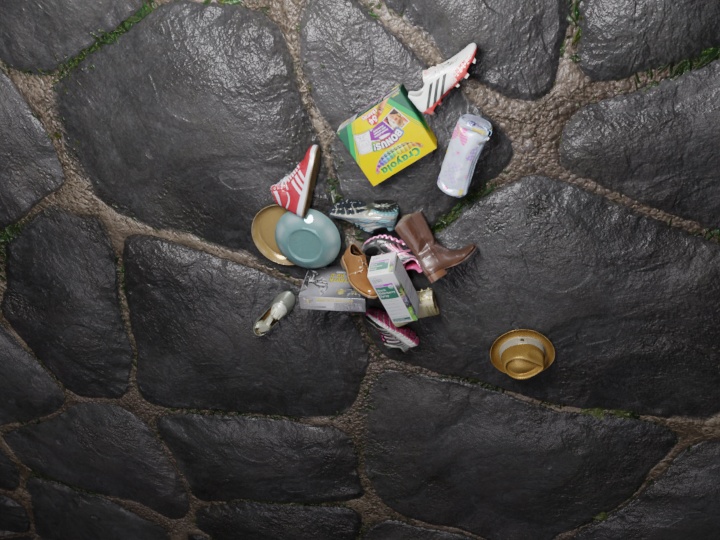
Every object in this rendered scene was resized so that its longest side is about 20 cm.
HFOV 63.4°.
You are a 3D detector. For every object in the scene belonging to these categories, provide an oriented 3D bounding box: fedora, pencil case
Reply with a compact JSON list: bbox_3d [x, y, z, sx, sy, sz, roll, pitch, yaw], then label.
[{"bbox_3d":[0.499,0.275,1.792,0.196,0.082,0.204,5,125,7],"label":"fedora"},{"bbox_3d":[0.260,-0.287,1.463,0.090,0.083,0.203,31,128,17],"label":"pencil case"}]

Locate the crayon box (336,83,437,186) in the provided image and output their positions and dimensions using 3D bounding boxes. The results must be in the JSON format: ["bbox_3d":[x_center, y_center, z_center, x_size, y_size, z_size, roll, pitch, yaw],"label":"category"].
[{"bbox_3d":[0.068,-0.340,1.480,0.198,0.059,0.173,-27,115,26],"label":"crayon box"}]

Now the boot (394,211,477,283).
[{"bbox_3d":[0.208,-0.093,1.614,0.202,0.185,0.064,57,158,4],"label":"boot"}]

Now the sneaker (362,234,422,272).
[{"bbox_3d":[0.099,-0.039,1.646,0.195,0.097,0.080,6,149,8],"label":"sneaker"}]

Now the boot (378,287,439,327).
[{"bbox_3d":[0.139,0.074,1.734,0.153,0.073,0.202,-16,121,21],"label":"boot"}]

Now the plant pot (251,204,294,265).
[{"bbox_3d":[-0.222,-0.108,1.712,0.195,0.028,0.203,5,125,7],"label":"plant pot"}]

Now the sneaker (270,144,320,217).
[{"bbox_3d":[-0.178,-0.254,1.579,0.111,0.071,0.203,21,115,9],"label":"sneaker"}]

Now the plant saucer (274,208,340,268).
[{"bbox_3d":[-0.156,-0.080,1.678,0.196,0.039,0.204,5,125,7],"label":"plant saucer"}]

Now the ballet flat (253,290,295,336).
[{"bbox_3d":[-0.276,0.145,1.869,0.067,0.064,0.200,38,122,-15],"label":"ballet flat"}]

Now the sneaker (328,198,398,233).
[{"bbox_3d":[0.007,-0.142,1.615,0.195,0.078,0.088,4,128,9],"label":"sneaker"}]

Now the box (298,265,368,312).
[{"bbox_3d":[-0.069,0.050,1.708,0.195,0.160,0.049,2,125,10],"label":"box"}]

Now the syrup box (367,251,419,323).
[{"bbox_3d":[0.094,0.050,1.611,0.077,0.082,0.201,-10,133,23],"label":"syrup box"}]

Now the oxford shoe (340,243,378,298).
[{"bbox_3d":[0.000,0.000,1.647,0.070,0.201,0.072,1,129,-33],"label":"oxford shoe"}]

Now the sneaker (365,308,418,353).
[{"bbox_3d":[0.086,0.197,1.827,0.198,0.074,0.088,34,117,-18],"label":"sneaker"}]

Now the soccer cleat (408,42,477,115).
[{"bbox_3d":[0.193,-0.459,1.373,0.084,0.069,0.200,32,128,-16],"label":"soccer cleat"}]
